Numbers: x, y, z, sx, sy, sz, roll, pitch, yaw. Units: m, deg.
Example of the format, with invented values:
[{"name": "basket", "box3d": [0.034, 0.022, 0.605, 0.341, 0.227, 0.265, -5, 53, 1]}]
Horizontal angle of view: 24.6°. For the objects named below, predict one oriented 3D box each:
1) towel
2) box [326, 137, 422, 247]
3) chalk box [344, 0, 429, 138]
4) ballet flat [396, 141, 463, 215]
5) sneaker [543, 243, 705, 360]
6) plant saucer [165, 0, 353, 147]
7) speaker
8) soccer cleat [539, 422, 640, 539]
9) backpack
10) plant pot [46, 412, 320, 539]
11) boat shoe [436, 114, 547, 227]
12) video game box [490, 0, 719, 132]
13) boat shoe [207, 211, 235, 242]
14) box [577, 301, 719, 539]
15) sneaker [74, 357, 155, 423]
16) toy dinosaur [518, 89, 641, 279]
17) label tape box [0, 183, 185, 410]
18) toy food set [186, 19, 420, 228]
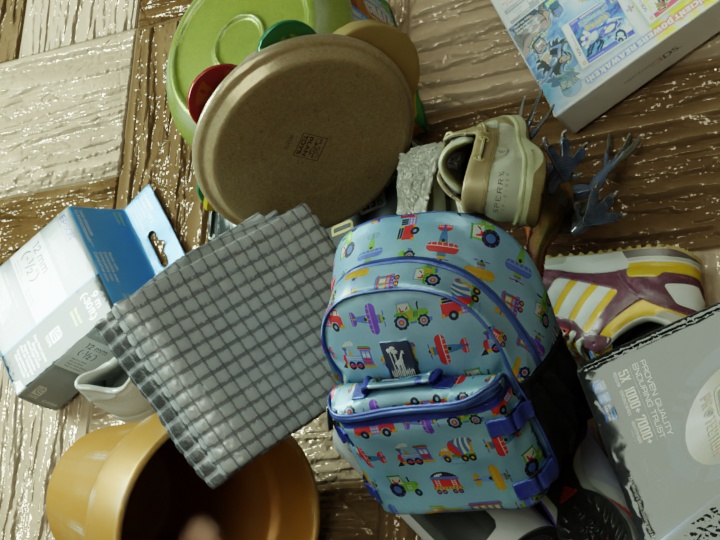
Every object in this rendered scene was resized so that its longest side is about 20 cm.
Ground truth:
[{"name": "towel", "box3d": [-0.086, 0.055, 1.307, 0.166, 0.200, 0.086, 54, 146, 5]}, {"name": "box", "box3d": [0.000, 0.000, 1.440, 0.158, 0.050, 0.200, -21, 62, 24]}, {"name": "chalk box", "box3d": [-0.039, -0.200, 1.499, 0.124, 0.125, 0.200, -28, 60, 22]}, {"name": "ballet flat", "box3d": [0.063, -0.019, 1.335, 0.072, 0.072, 0.200, -16, 62, 28]}, {"name": "sneaker", "box3d": [0.171, 0.039, 1.298, 0.200, 0.075, 0.090, -12, 60, 30]}, {"name": "plant saucer", "box3d": [-0.098, -0.194, 1.440, 0.200, 0.031, 0.200, -12, 66, 29]}, {"name": "speaker", "box3d": [0.065, 0.173, 1.311, 0.081, 0.081, 0.200, -52, 53, 5]}, {"name": "soccer cleat", "box3d": [0.171, 0.171, 1.257, 0.068, 0.073, 0.200, -40, 38, 13]}, {"name": "backpack", "box3d": [0.056, 0.062, 1.197, 0.182, 0.200, 0.135, -4, 34, 31]}, {"name": "plant pot", "box3d": [-0.167, 0.205, 1.395, 0.183, 0.200, 0.200, 4, 73, 51]}, {"name": "boat shoe", "box3d": [0.092, -0.082, 1.256, 0.066, 0.200, 0.074, 7, 100, -7]}, {"name": "video game box", "box3d": [0.217, -0.244, 1.399, 0.200, 0.047, 0.182, -35, 54, 18]}, {"name": "boat shoe", "box3d": [-0.111, -0.106, 1.546, 0.057, 0.069, 0.200, -7, 70, 31]}, {"name": "box", "box3d": [0.269, 0.130, 1.165, 0.164, 0.086, 0.200, -25, 72, 22]}, {"name": "sneaker", "box3d": [-0.169, 0.077, 1.497, 0.200, 0.088, 0.075, -31, 56, 19]}, {"name": "toy dinosaur", "box3d": [0.134, -0.070, 1.319, 0.200, 0.105, 0.181, -50, 12, -14]}, {"name": "label tape box", "box3d": [-0.268, 0.017, 1.601, 0.200, 0.066, 0.143, -41, 55, 15]}, {"name": "toy food set", "box3d": [-0.049, -0.115, 1.364, 0.049, 0.198, 0.200, -120, 34, -47]}]
